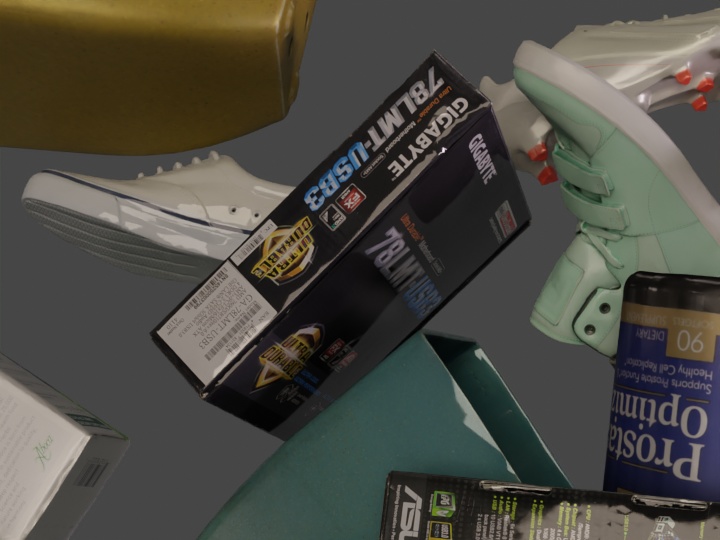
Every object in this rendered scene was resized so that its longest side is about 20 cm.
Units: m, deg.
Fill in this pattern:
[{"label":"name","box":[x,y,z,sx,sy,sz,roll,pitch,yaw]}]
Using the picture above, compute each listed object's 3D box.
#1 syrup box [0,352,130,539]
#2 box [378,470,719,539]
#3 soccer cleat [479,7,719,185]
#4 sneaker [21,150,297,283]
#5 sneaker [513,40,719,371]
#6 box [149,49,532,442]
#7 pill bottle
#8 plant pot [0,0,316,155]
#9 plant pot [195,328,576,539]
[{"label":"syrup box","box":[-0.246,0.079,0.872,0.199,0.079,0.082,32,86,13]},{"label":"box","box":[0.095,0.198,0.654,0.192,0.048,0.202,4,75,12]},{"label":"soccer cleat","box":[0.164,-0.122,0.858,0.199,0.069,0.078,-24,60,1]},{"label":"sneaker","box":[-0.102,-0.035,0.885,0.198,0.073,0.071,15,66,5]},{"label":"sneaker","box":[0.124,-0.024,0.802,0.118,0.074,0.200,-44,115,3]},{"label":"box","box":[0.000,0.000,0.790,0.198,0.200,0.050,-43,72,-2]},{"label":"pill bottle","box":[0.179,0.105,0.743,0.111,0.112,0.202,6,90,9]},{"label":"plant pot","box":[-0.124,-0.176,0.840,0.198,0.196,0.196,12,71,3]},{"label":"plant pot","box":[0.008,0.149,0.798,0.199,0.141,0.142,-36,76,11]}]
